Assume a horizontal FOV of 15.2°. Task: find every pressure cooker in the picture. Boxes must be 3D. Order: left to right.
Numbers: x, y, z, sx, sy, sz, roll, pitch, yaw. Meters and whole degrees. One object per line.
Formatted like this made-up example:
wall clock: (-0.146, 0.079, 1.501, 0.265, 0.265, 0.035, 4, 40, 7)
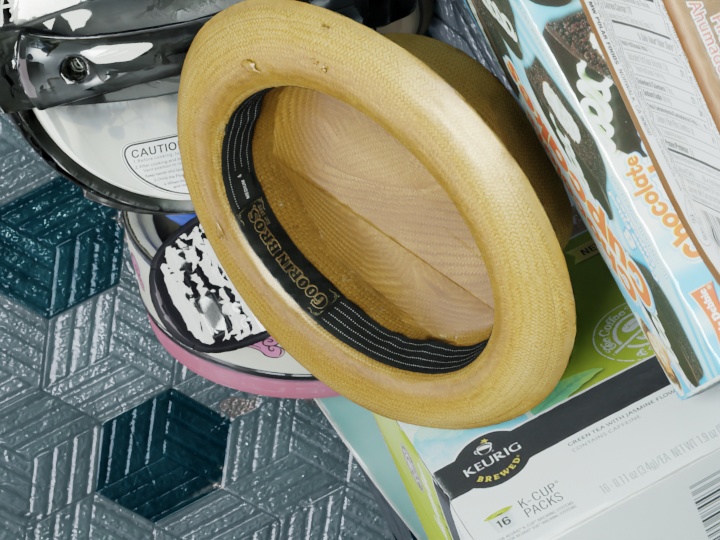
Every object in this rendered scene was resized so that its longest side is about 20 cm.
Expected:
pressure cooker: (-0.087, -0.117, 1.179, 0.179, 0.176, 0.200, 34, -175, -19)

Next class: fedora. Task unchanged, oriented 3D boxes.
fedora: (0.018, -0.033, 1.072, 0.200, 0.082, 0.201, 27, 137, 29)

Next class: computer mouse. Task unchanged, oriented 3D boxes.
computer mouse: (0.000, 0.000, 1.392, 0.141, 0.200, 0.046, 57, -169, -1)

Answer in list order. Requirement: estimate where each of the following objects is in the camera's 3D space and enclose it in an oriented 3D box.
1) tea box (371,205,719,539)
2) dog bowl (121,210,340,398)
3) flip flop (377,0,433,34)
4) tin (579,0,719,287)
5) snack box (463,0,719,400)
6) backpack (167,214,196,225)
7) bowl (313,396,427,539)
tea box: (0.106, 0.113, 1.159, 0.197, 0.134, 0.200, 54, 169, 55)
dog bowl: (-0.036, -0.004, 1.519, 0.200, 0.200, 0.074, -124, 32, -50)
flip flop: (-0.003, -0.151, 1.302, 0.081, 0.058, 0.200, 62, 175, 5)
tin: (0.105, -0.065, 0.821, 0.200, 0.042, 0.112, 64, 170, -14)
snack box: (0.093, -0.051, 0.994, 0.200, 0.037, 0.116, 62, 176, 6)
backpack: (-0.068, -0.125, 1.467, 0.168, 0.162, 0.200, 48, -160, -59)
bowl: (0.046, 0.080, 1.613, 0.201, 0.105, 0.201, 53, -178, -2)
